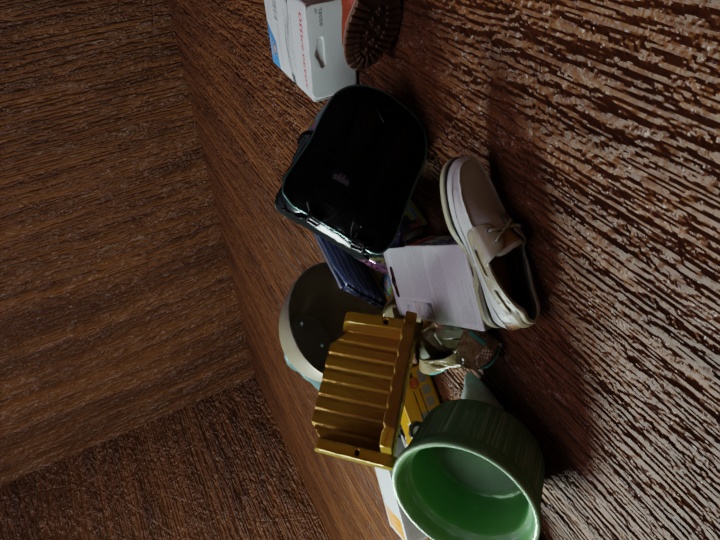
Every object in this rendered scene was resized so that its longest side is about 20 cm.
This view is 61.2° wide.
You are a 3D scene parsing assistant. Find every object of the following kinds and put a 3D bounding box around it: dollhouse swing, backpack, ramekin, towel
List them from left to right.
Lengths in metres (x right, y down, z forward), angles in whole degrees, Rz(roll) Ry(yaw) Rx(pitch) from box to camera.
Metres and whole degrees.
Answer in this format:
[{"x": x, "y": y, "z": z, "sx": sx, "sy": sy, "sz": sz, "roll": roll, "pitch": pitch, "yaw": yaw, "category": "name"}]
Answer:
[{"x": -0.008, "y": -0.136, "z": 0.827, "sx": 0.172, "sy": 0.205, "sz": 0.153, "roll": 27, "pitch": 175, "yaw": -11, "category": "backpack"}, {"x": -0.002, "y": 0.152, "z": 0.845, "sx": 0.176, "sy": 0.176, "sz": 0.206, "roll": 52, "pitch": -131, "yaw": -61, "category": "dollhouse swing"}, {"x": 0.000, "y": 0.000, "z": 1.026, "sx": 0.199, "sy": 0.024, "sz": 0.147, "roll": 31, "pitch": -155, "yaw": -52, "category": "towel"}, {"x": 0.147, "y": 0.269, "z": 0.798, "sx": 0.194, "sy": 0.098, "sz": 0.206, "roll": 15, "pitch": 126, "yaw": 21, "category": "ramekin"}]

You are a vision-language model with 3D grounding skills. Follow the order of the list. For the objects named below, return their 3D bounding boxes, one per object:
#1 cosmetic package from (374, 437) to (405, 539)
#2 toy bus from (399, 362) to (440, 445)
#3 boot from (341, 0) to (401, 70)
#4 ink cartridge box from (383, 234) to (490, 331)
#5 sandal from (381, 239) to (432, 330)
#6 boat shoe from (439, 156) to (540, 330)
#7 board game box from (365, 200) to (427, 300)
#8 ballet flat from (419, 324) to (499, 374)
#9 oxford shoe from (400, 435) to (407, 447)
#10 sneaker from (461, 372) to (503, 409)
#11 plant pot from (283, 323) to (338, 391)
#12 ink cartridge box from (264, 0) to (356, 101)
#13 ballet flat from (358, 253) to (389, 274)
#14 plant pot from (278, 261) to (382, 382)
[{"x": 0.089, "y": 0.475, "z": 1.323, "sx": 0.101, "sy": 0.069, "sz": 0.207, "roll": 14, "pitch": 121, "yaw": 68, "category": "cosmetic package"}, {"x": 0.095, "y": 0.232, "z": 1.062, "sx": 0.206, "sy": 0.076, "sz": 0.065, "roll": 69, "pitch": 162, "yaw": 6, "category": "toy bus"}, {"x": 0.004, "y": -0.367, "z": 0.777, "sx": 0.204, "sy": 0.073, "sz": 0.108, "roll": 102, "pitch": 148, "yaw": -43, "category": "boot"}, {"x": 0.108, "y": 0.011, "z": 0.823, "sx": 0.198, "sy": 0.049, "sz": 0.113, "roll": 4, "pitch": 112, "yaw": 62, "category": "ink cartridge box"}, {"x": 0.083, "y": 0.059, "z": 0.937, "sx": 0.070, "sy": 0.075, "sz": 0.216, "roll": -120, "pitch": 26, "yaw": -43, "category": "sandal"}, {"x": 0.151, "y": -0.033, "z": 0.677, "sx": 0.068, "sy": 0.073, "sz": 0.205, "roll": -1, "pitch": 114, "yaw": 64, "category": "boat shoe"}, {"x": 0.030, "y": -0.077, "z": 0.990, "sx": 0.202, "sy": 0.055, "sz": 0.168, "roll": 58, "pitch": 158, "yaw": 35, "category": "board game box"}, {"x": 0.124, "y": 0.105, "z": 0.869, "sx": 0.065, "sy": 0.071, "sz": 0.199, "roll": 43, "pitch": 155, "yaw": -8, "category": "ballet flat"}, {"x": 0.127, "y": 0.338, "z": 1.117, "sx": 0.058, "sy": 0.074, "sz": 0.203, "roll": -46, "pitch": 47, "yaw": 25, "category": "oxford shoe"}, {"x": 0.168, "y": 0.241, "z": 0.903, "sx": 0.089, "sy": 0.073, "sz": 0.205, "roll": -116, "pitch": 23, "yaw": -53, "category": "sneaker"}, {"x": -0.023, "y": 0.182, "z": 1.203, "sx": 0.196, "sy": 0.196, "sz": 0.205, "roll": 43, "pitch": 148, "yaw": 39, "category": "plant pot"}, {"x": -0.083, "y": -0.383, "z": 0.975, "sx": 0.201, "sy": 0.082, "sz": 0.148, "roll": -127, "pitch": 25, "yaw": -45, "category": "ink cartridge box"}, {"x": -0.017, "y": -0.081, "z": 0.929, "sx": 0.206, "sy": 0.069, "sz": 0.069, "roll": 68, "pitch": 158, "yaw": 8, "category": "ballet flat"}, {"x": -0.065, "y": 0.107, "z": 1.062, "sx": 0.134, "sy": 0.196, "sz": 0.206, "roll": -35, "pitch": 75, "yaw": 50, "category": "plant pot"}]
